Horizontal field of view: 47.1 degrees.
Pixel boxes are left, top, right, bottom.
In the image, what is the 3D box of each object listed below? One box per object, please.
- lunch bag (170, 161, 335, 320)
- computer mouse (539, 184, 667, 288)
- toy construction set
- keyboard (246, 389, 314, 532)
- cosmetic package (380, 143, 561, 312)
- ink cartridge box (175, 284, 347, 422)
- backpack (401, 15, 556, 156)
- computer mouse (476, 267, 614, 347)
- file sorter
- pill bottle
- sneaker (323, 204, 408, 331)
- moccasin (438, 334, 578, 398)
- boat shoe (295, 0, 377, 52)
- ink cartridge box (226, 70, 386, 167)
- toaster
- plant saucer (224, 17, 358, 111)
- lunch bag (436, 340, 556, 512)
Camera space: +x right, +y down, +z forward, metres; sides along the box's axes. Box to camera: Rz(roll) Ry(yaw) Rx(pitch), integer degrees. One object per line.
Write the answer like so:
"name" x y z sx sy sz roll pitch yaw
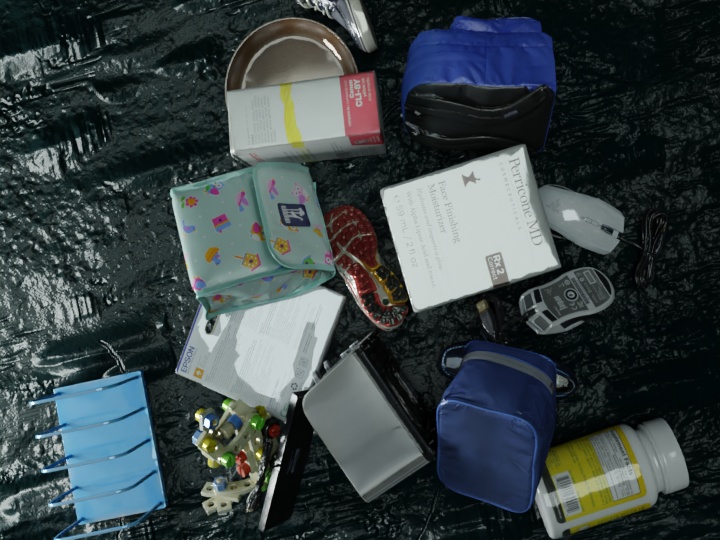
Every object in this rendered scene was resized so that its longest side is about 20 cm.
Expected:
"lunch bag" -0.141 -0.047 1.123 0.195 0.122 0.174 -15 68 -5
"computer mouse" 0.331 -0.060 1.158 0.196 0.044 0.112 21 92 4
"toy construction set" -0.170 0.260 1.143 0.091 0.203 0.131 31 47 27
"keyboard" -0.110 0.265 1.143 0.020 0.126 0.205 18 99 27
"cosmetic package" 0.142 -0.052 1.111 0.196 0.165 0.169 -17 88 4
"ink cartridge box" -0.142 0.092 1.194 0.196 0.043 0.200 22 91 7
"backpack" 0.153 -0.250 1.119 0.195 0.164 0.171 -1 59 5
"computer mouse" 0.259 0.058 1.138 0.196 0.044 0.111 -18 59 -12
"file sorter" -0.372 0.261 1.169 0.135 0.123 0.205 -11 88 3
"pill bottle" 0.332 0.278 1.122 0.196 0.114 0.117 -19 88 4
"sneaker" 0.000 0.000 1.168 0.076 0.082 0.203 -23 71 -7
"moccasin" 0.208 0.134 1.154 0.195 0.068 0.083 4 90 5
"boat shoe" -0.050 -0.388 1.180 0.091 0.075 0.204 -24 80 10
"ink cartridge box" -0.068 -0.198 1.106 0.195 0.145 0.086 -7 88 4
"toaster" 0.023 0.196 1.114 0.118 0.181 0.202 -36 88 9
"plant saucer" -0.098 -0.261 1.197 0.195 0.032 0.206 0 90 4
"lunch bag" 0.179 0.197 1.057 0.133 0.133 0.203 15 133 20
